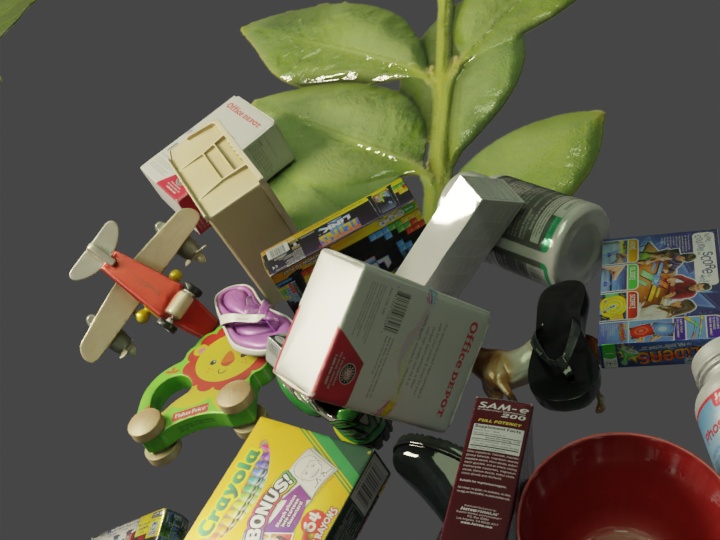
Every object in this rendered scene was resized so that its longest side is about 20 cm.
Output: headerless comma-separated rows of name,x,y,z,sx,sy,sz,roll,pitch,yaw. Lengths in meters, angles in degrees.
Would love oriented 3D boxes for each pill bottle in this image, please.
pill bottle,0.197,-0.054,1.302,0.200,0.113,0.113,25,65,42
pill bottle,0.383,0.158,0.995,0.109,0.109,0.200,-19,43,12

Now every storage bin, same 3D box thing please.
storage bin,-0.161,-0.081,1.464,0.094,0.200,0.199,-35,42,-3

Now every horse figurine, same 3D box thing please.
horse figurine,0.195,0.117,1.185,0.200,0.050,0.133,-22,47,11

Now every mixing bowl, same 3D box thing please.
mixing bowl,0.244,0.261,0.959,0.200,0.108,0.200,-5,49,6

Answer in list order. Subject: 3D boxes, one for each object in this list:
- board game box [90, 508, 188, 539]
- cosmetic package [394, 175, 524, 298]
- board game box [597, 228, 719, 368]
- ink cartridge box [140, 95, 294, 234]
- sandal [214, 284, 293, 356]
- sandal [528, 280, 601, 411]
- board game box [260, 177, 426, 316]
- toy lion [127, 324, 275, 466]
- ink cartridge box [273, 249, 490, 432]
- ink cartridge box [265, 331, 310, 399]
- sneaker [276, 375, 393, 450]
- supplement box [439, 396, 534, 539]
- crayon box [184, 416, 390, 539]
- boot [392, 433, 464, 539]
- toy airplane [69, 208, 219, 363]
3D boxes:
board game box,-0.256,0.376,1.130,0.200,0.062,0.200,-31,40,48
cosmetic package,0.105,-0.021,1.257,0.051,0.082,0.200,53,124,33
board game box,0.335,0.028,1.163,0.135,0.034,0.200,-5,34,19
ink cartridge box,-0.227,-0.171,1.673,0.200,0.086,0.148,-38,42,-11
sandal,-0.150,0.058,1.383,0.082,0.050,0.203,-31,30,-18
sandal,0.214,0.075,1.138,0.076,0.043,0.200,-19,34,19
board game box,0.000,0.000,1.320,0.200,0.165,0.057,-28,40,2
toy lion,-0.193,0.144,1.373,0.200,0.069,0.192,-19,36,11
ink cartridge box,0.026,0.079,1.134,0.086,0.200,0.148,22,90,49
ink cartridge box,-0.002,0.094,1.247,0.200,0.039,0.099,-11,29,-35
sneaker,-0.041,0.137,1.271,0.078,0.085,0.200,-45,43,-15
supplement box,0.118,0.231,0.979,0.061,0.109,0.200,7,48,17
crayon box,-0.089,0.277,1.181,0.172,0.058,0.200,10,55,36
boot,0.083,0.269,1.079,0.200,0.076,0.168,17,55,32
toy airplane,-0.309,0.022,1.492,0.200,0.141,0.199,-13,75,-1
